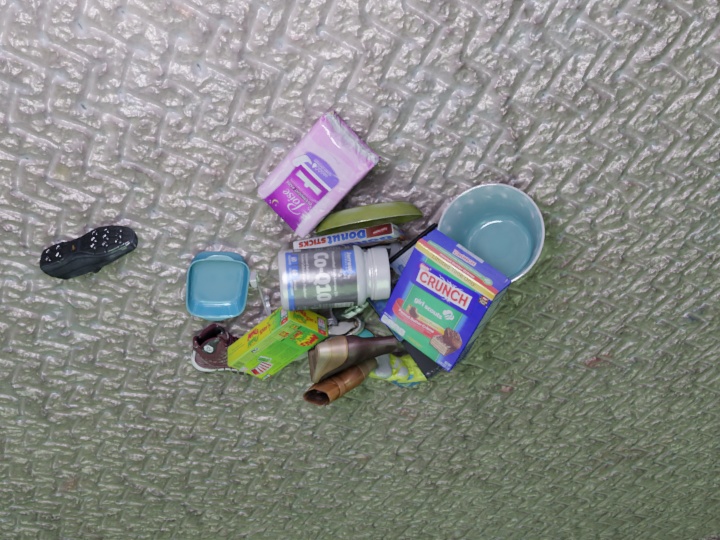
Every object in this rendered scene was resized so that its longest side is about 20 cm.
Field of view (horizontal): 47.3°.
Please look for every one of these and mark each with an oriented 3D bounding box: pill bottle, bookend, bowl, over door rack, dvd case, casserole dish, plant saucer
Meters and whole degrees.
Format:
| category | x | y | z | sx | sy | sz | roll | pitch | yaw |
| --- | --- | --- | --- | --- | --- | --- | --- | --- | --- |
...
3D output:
| category | x | y | z | sx | sy | sz | roll | pitch | yaw |
| --- | --- | --- | --- | --- | --- | --- | --- | --- | --- |
| pill bottle | -0.049 | 0.012 | 1.514 | 0.199 | 0.114 | 0.114 | -5 | 140 | -4 |
| bookend | 0.126 | 0.106 | 1.729 | 0.092 | 0.199 | 0.200 | -35 | 91 | 9 |
| bowl | 0.252 | -0.053 | 1.548 | 0.200 | 0.201 | 0.105 | -21 | 159 | 14 |
| over door rack | -0.129 | 0.049 | 1.664 | 0.147 | 0.067 | 0.200 | -10 | 140 | 2 |
| dvd case | 0.110 | 0.023 | 1.602 | 0.200 | 0.018 | 0.143 | -39 | 104 | -4 |
| casserole dish | -0.284 | 0.025 | 1.630 | 0.121 | 0.039 | 0.200 | 1 | 139 | -13 |
| plant saucer | 0.014 | -0.096 | 1.483 | 0.199 | 0.031 | 0.200 | -9 | 179 | 0 |

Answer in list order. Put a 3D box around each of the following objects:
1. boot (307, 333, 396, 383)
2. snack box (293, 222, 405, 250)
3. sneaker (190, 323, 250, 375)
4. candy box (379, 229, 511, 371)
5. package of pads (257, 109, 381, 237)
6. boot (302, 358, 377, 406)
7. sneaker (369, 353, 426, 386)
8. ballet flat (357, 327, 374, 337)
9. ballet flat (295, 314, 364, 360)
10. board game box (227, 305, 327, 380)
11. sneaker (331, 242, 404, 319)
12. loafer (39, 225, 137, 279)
| category | x | y | z | sx | sy | sz | roll | pitch | yaw |
| --- | --- | --- | --- | --- | --- | --- | --- | --- | --- |
| boot | -0.019 | 0.181 | 1.699 | 0.166 | 0.073 | 0.200 | -5 | 161 | -14 |
| snack box | -0.021 | -0.056 | 1.545 | 0.199 | 0.024 | 0.072 | -10 | 168 | 20 |
| sneaker | -0.268 | 0.165 | 1.770 | 0.199 | 0.076 | 0.116 | -3 | 136 | -7 |
| candy box | 0.149 | 0.055 | 1.486 | 0.169 | 0.077 | 0.200 | 36 | 127 | 15 |
| package of pads | -0.073 | -0.163 | 1.393 | 0.121 | 0.076 | 0.200 | 45 | 122 | -4 |
| boot | -0.068 | 0.249 | 1.815 | 0.200 | 0.155 | 0.077 | -13 | 109 | 51 |
| sneaker | 0.066 | 0.236 | 1.915 | 0.199 | 0.076 | 0.105 | 12 | 148 | -8 |
| ballet flat | -0.067 | 0.155 | 1.818 | 0.199 | 0.069 | 0.063 | -1 | 166 | -5 |
| ballet flat | -0.086 | 0.137 | 1.752 | 0.199 | 0.070 | 0.070 | -20 | 140 | -7 |
| board game box | -0.172 | 0.146 | 1.684 | 0.101 | 0.048 | 0.200 | 28 | 129 | -36 |
| sneaker | 0.000 | 0.000 | 1.622 | 0.200 | 0.075 | 0.116 | -40 | 125 | 2 |
| loafer | -0.490 | -0.031 | 1.507 | 0.200 | 0.068 | 0.070 | -16 | 148 | 16 |
